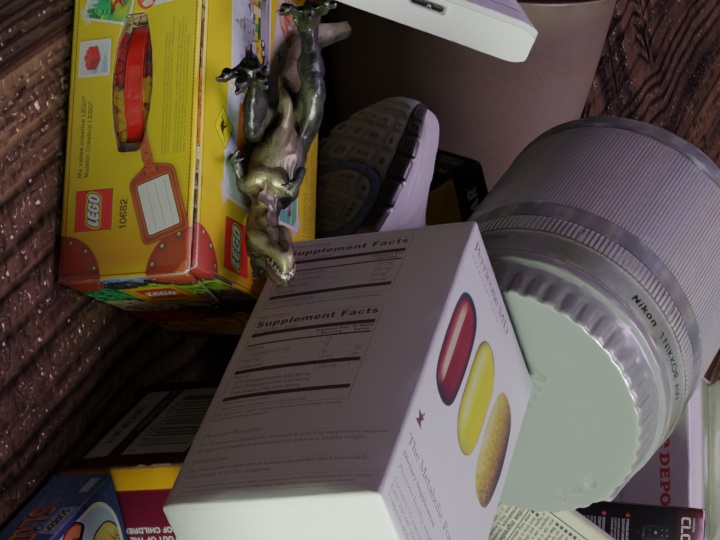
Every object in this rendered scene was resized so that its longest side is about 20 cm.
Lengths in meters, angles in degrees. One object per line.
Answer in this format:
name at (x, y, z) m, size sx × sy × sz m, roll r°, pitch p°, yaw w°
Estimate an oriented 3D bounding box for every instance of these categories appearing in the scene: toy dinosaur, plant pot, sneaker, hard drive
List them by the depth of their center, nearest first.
toy dinosaur at (-0.037, -0.086, 1.094) m, size 0.088 × 0.047 × 0.200 m, roll 83°, pitch 16°, yaw -48°
sneaker at (0.000, 0.000, 1.212) m, size 0.087 × 0.074 × 0.201 m, roll 12°, pitch 103°, yaw -48°
hard drive at (0.018, -0.186, 1.254) m, size 0.200 × 0.131 × 0.027 m, roll -112°, pitch -138°, yaw -61°
plant pot at (0.059, -0.094, 1.398) m, size 0.187 × 0.187 × 0.201 m, roll -34°, pitch 134°, yaw -65°

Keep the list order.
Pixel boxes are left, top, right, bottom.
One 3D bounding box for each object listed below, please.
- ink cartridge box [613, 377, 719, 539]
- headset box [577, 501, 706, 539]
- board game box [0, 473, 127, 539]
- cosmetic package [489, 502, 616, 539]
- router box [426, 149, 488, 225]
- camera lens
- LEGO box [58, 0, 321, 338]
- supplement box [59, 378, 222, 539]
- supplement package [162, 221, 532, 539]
ink cartridge box at (0.187, 0.147, 1.604) m, size 0.125 × 0.199 × 0.129 m, roll 32°, pitch 57°, yaw -63°
headset box at (0.143, 0.228, 1.457) m, size 0.077 × 0.199 × 0.149 m, roll 140°, pitch -45°, yaw -78°
board game box at (-0.153, 0.197, 0.975) m, size 0.200 × 0.034 × 0.136 m, roll -51°, pitch 132°, yaw -59°
cosmetic package at (0.104, 0.191, 1.257) m, size 0.103 × 0.200 × 0.087 m, roll -51°, pitch 172°, yaw -10°
router box at (0.023, 0.049, 1.316) m, size 0.157 × 0.052 × 0.201 m, roll -33°, pitch 122°, yaw -28°
camera lens at (0.123, 0.019, 1.220) m, size 0.200 × 0.159 × 0.160 m, roll -49°, pitch 132°, yaw -48°
LEGO box at (-0.085, -0.077, 1.136) m, size 0.149 × 0.077 × 0.201 m, roll 31°, pitch 58°, yaw -63°
supplement box at (-0.072, 0.167, 1.112) m, size 0.110 × 0.085 × 0.201 m, roll -46°, pitch 128°, yaw -61°
supplement package at (0.001, 0.082, 1.049) m, size 0.200 × 0.109 × 0.114 m, roll -68°, pitch 145°, yaw -48°
